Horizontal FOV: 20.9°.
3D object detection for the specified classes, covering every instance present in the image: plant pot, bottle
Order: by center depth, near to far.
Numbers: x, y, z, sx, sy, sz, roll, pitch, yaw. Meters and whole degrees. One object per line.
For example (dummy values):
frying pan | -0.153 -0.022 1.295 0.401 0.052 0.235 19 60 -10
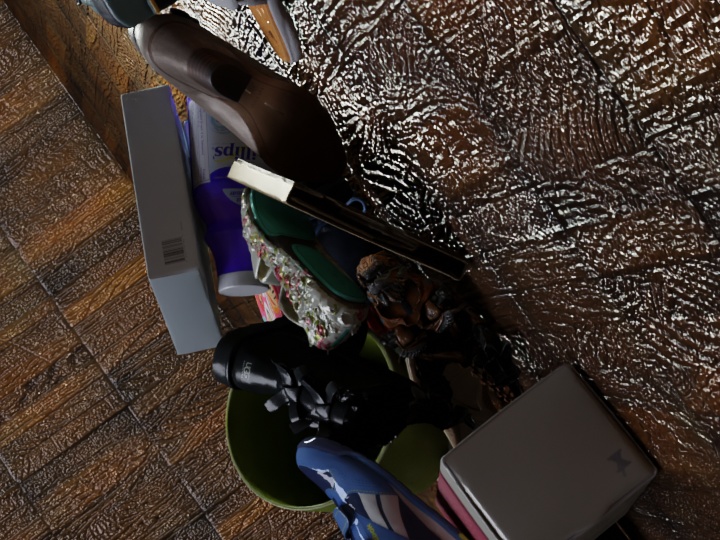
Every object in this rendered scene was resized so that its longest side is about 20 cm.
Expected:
bottle | -0.112 -0.079 1.764 0.065 0.083 0.201 148 121 -66
plant pot | 0.002 0.154 1.880 0.187 0.187 0.200 49 -168 32

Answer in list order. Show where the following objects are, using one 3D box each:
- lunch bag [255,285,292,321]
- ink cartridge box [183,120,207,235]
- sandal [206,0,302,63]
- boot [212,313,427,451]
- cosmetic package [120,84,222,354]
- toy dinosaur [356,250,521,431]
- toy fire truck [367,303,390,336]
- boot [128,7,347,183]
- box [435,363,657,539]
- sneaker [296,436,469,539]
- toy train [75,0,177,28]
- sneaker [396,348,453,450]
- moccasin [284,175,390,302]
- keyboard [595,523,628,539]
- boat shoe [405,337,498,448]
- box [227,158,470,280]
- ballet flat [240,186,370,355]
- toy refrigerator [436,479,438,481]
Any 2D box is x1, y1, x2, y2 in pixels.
lunch bag | -0.075 0.023 2.086 0.177 0.081 0.200 83 167 -45
ink cartridge box | -0.113 -0.082 1.914 0.200 0.066 0.117 35 -137 -81
sandal | -0.103 -0.225 1.530 0.079 0.059 0.207 46 168 42
boot | -0.013 0.087 1.680 0.162 0.198 0.074 21 112 34
cosmetic package | -0.173 -0.046 1.800 0.151 0.051 0.201 75 -178 -60
toy dinosaur | 0.077 0.056 1.621 0.199 0.102 0.136 16 -150 -29
toy fire truck | 0.000 0.000 1.871 0.200 0.049 0.141 51 170 24
boot | -0.111 -0.158 1.691 0.200 0.070 0.146 41 176 -40
box | 0.139 0.169 1.516 0.109 0.128 0.200 52 171 13
sneaker | 0.016 0.210 1.549 0.200 0.082 0.074 39 171 17
toy train | -0.185 -0.257 1.653 0.086 0.114 0.200 62 169 -18
sneaker | 0.044 0.141 2.080 0.118 0.074 0.201 41 155 32
moccasin | -0.039 -0.053 1.780 0.200 0.080 0.068 49 163 30
keyboard | 0.166 0.212 1.658 0.200 0.040 0.104 52 -149 14
boat shoe | 0.081 0.098 1.752 0.201 0.072 0.072 61 176 -33
box | -0.013 -0.044 1.607 0.163 0.021 0.200 23 -179 -19
ballet flat | -0.060 -0.002 1.664 0.075 0.064 0.200 11 -152 -35
toy refrigerator | 0.136 0.212 1.897 0.076 0.070 0.200 58 169 0
